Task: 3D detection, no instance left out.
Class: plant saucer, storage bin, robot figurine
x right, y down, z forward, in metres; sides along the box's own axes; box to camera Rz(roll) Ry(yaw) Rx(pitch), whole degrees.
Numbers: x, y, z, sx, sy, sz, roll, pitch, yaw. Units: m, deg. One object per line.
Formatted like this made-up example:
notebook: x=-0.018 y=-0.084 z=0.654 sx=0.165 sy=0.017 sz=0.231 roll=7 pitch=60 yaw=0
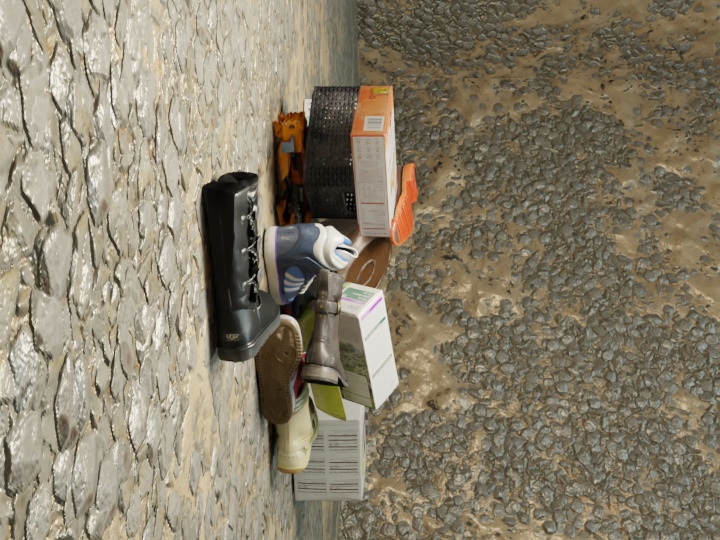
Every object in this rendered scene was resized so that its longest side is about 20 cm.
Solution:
plant saucer: x=0.000 y=0.000 z=1.541 sx=0.200 sy=0.032 sz=0.202 roll=-46 pitch=153 yaw=-31
storage bin: x=-0.037 y=-0.201 z=1.491 sx=0.136 sy=0.092 sz=0.203 roll=78 pitch=15 yaw=-61
plant saucer: x=-0.077 y=0.157 z=1.558 sx=0.200 sy=0.047 sz=0.204 roll=-150 pitch=-135 yaw=-83
robot figurine: x=-0.113 y=-0.163 z=1.495 sx=0.145 sy=0.057 sz=0.204 roll=-79 pitch=169 yaw=-72

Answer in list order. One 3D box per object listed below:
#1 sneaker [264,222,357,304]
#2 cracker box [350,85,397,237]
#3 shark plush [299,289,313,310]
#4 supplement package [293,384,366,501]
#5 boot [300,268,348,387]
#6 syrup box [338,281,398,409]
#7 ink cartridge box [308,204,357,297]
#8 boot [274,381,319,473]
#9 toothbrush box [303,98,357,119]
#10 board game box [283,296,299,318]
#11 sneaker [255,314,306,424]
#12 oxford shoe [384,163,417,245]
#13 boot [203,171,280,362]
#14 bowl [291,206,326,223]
sneaker: x=-0.075 y=-0.005 z=1.423 sx=0.201 sy=0.144 sz=0.082 roll=86 pitch=6 yaw=-58
cracker box: x=0.025 y=-0.172 z=1.394 sx=0.135 sy=0.057 sz=0.202 roll=-81 pitch=171 yaw=-45
shark plush: x=-0.094 y=0.090 z=1.767 sx=0.091 sy=0.082 sz=0.203 roll=129 pitch=-46 yaw=-62
supplement package: x=-0.063 y=0.345 z=1.842 sx=0.192 sy=0.144 sz=0.203 roll=-83 pitch=173 yaw=-65
boot: x=-0.047 y=0.088 z=1.359 sx=0.200 sy=0.068 sz=0.177 roll=75 pitch=21 yaw=-80
syrup box: x=0.002 y=0.127 z=1.480 sx=0.081 sy=0.078 sz=0.203 roll=-42 pitch=133 yaw=-42
ink cartridge box: x=-0.028 y=-0.047 z=1.606 sx=0.068 sy=0.198 sz=0.115 roll=60 pitch=2 yaw=29
boot: x=-0.115 y=0.231 z=1.523 sx=0.201 sy=0.071 sz=0.158 roll=-78 pitch=168 yaw=-64
toothbrush box: x=-0.052 y=-0.258 z=1.867 sx=0.085 sy=0.143 sz=0.204 roll=85 pitch=6 yaw=-71
board game box: x=-0.131 y=0.106 z=1.631 sx=0.103 sy=0.019 sz=0.204 roll=79 pitch=13 yaw=-82
sneaker: x=-0.118 y=0.127 z=1.353 sx=0.113 sy=0.070 sz=0.203 roll=-78 pitch=177 yaw=-55
oxford shoe: x=0.055 y=-0.112 z=1.530 sx=0.201 sy=0.071 sz=0.072 roll=-74 pitch=156 yaw=-50
boot: x=-0.139 y=-0.019 z=1.031 sx=0.165 sy=0.064 sz=0.204 roll=-86 pitch=172 yaw=-71
bowl: x=-0.071 y=-0.128 z=1.674 sx=0.094 sy=0.200 sz=0.202 roll=-40 pitch=154 yaw=-22
